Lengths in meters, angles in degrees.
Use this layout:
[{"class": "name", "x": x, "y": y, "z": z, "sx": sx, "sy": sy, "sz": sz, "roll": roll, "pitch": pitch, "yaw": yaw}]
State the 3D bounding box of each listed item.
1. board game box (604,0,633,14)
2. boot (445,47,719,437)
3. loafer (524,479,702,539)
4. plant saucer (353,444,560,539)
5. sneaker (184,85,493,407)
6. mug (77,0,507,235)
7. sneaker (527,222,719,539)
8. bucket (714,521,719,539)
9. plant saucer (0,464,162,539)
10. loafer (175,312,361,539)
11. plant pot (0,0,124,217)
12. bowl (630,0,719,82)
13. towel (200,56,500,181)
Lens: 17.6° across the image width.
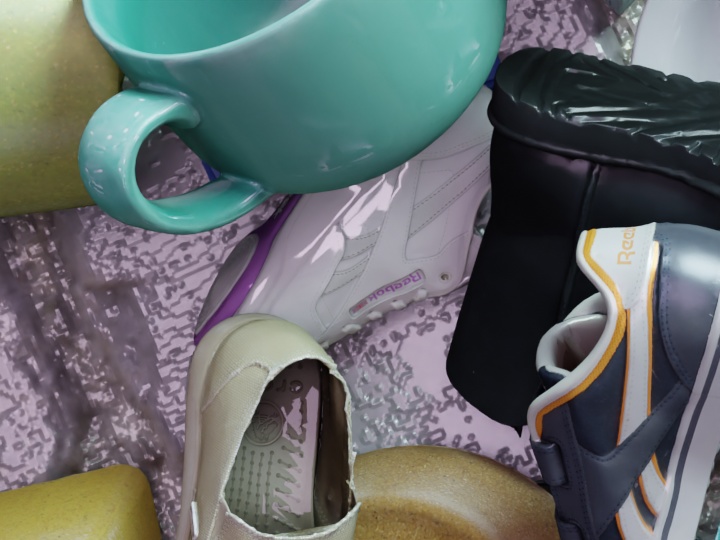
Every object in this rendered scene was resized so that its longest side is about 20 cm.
[{"class": "board game box", "x": 0.076, "y": -0.195, "z": 0.955, "sx": 0.148, "sy": 0.200, "sz": 0.064, "roll": 45, "pitch": 92, "yaw": 7}, {"class": "boot", "x": 0.136, "y": 0.009, "z": 0.958, "sx": 0.200, "sy": 0.076, "sz": 0.168, "roll": 16, "pitch": 127, "yaw": 17}, {"class": "loafer", "x": 0.141, "y": 0.157, "z": 0.993, "sx": 0.200, "sy": 0.063, "sz": 0.072, "roll": 35, "pitch": 92, "yaw": 8}, {"class": "plant saucer", "x": 0.013, "y": 0.171, "z": 0.990, "sx": 0.200, "sy": 0.035, "sz": 0.200, "roll": -6, "pitch": 74, "yaw": 22}, {"class": "sneaker", "x": 0.000, "y": 0.000, "z": 1.015, "sx": 0.100, "sy": 0.075, "sz": 0.200, "roll": 35, "pitch": 101, "yaw": -14}, {"class": "mug", "x": -0.031, "y": -0.098, "z": 0.934, "sx": 0.185, "sy": 0.114, "sz": 0.152, "roll": -33, "pitch": 43, "yaw": 6}, {"class": "sneaker", "x": 0.103, "y": 0.066, "z": 0.914, "sx": 0.079, "sy": 0.078, "sz": 0.200, "roll": 12, "pitch": 120, "yaw": 5}, {"class": "bucket", "x": 0.241, "y": 0.128, "z": 0.916, "sx": 0.207, "sy": 0.135, "sz": 0.207, "roll": 2, "pitch": 63, "yaw": -4}, {"class": "plant saucer", "x": -0.169, "y": 0.202, "z": 1.006, "sx": 0.200, "sy": 0.048, "sz": 0.200, "roll": -13, "pitch": 90, "yaw": -8}, {"class": "loafer", "x": -0.038, "y": 0.116, "z": 0.943, "sx": 0.076, "sy": 0.068, "sz": 0.200, "roll": -2, "pitch": 87, "yaw": -22}, {"class": "plant pot", "x": -0.192, "y": -0.095, "z": 0.999, "sx": 0.184, "sy": 0.200, "sz": 0.200, "roll": -1, "pitch": 86, "yaw": -4}, {"class": "bowl", "x": 0.221, "y": -0.075, "z": 0.966, "sx": 0.201, "sy": 0.090, "sz": 0.201, "roll": 15, "pitch": 118, "yaw": 29}, {"class": "towel", "x": -0.035, "y": -0.145, "z": 1.054, "sx": 0.145, "sy": 0.024, "sz": 0.200, "roll": -23, "pitch": 84, "yaw": 4}]
